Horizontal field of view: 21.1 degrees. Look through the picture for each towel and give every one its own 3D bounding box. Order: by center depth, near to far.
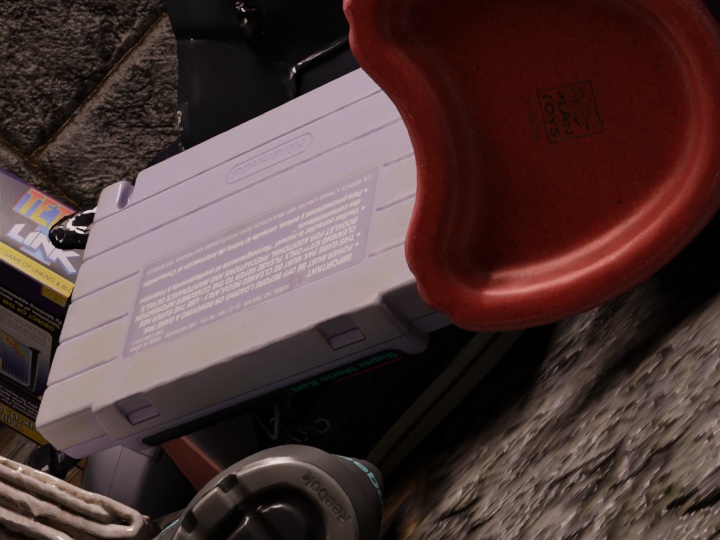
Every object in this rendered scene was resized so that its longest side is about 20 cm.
[{"bbox_3d":[-0.137,0.099,0.784,0.200,0.132,0.035,80,-149,-77],"label":"towel"}]

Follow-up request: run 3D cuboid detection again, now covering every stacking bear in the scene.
[{"bbox_3d":[0.089,-0.071,0.647,0.113,0.122,0.200,-10,12,23],"label":"stacking bear"}]

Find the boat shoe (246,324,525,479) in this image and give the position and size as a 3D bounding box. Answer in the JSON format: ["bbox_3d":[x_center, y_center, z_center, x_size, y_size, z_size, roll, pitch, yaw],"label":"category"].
[{"bbox_3d":[-0.016,0.058,0.730,0.200,0.062,0.075,-48,9,7],"label":"boat shoe"}]

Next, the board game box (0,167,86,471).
[{"bbox_3d":[-0.180,0.030,1.096,0.057,0.200,0.166,-55,-9,-35],"label":"board game box"}]

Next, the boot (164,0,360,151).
[{"bbox_3d":[0.005,-0.123,0.842,0.199,0.169,0.076,-7,6,-6],"label":"boot"}]

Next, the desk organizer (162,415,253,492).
[{"bbox_3d":[-0.019,0.020,0.907,0.200,0.072,0.077,-50,6,-24],"label":"desk organizer"}]

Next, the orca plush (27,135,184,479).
[{"bbox_3d":[-0.123,0.004,0.958,0.200,0.071,0.105,-64,-14,-4],"label":"orca plush"}]

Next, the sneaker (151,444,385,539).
[{"bbox_3d":[-0.065,0.131,0.652,0.200,0.075,0.079,-39,-4,14],"label":"sneaker"}]

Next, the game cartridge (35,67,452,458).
[{"bbox_3d":[-0.030,-0.008,0.717,0.200,0.038,0.130,-21,46,33],"label":"game cartridge"}]

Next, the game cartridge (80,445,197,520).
[{"bbox_3d":[-0.073,0.027,0.959,0.201,0.041,0.133,-67,-18,7],"label":"game cartridge"}]
